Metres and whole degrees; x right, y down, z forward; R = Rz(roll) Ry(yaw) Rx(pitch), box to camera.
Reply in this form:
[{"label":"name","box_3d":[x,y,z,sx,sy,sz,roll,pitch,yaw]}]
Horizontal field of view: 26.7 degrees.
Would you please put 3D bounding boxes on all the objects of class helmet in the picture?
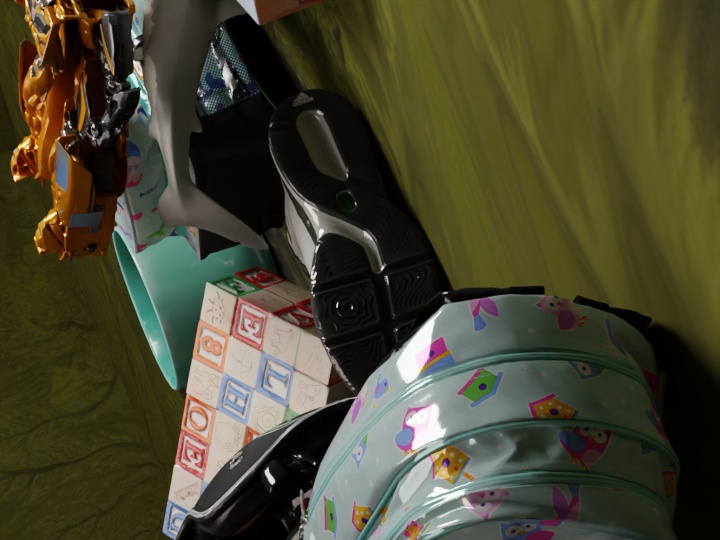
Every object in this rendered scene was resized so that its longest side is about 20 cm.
[{"label":"helmet","box_3d":[-0.019,0.183,0.926,0.201,0.199,0.191,63,147,21]}]

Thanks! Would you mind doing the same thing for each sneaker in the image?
[{"label":"sneaker","box_3d":[0.000,0.000,0.918,0.115,0.075,0.202,83,170,-70]}]

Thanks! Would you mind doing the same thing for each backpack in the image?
[{"label":"backpack","box_3d":[-0.137,-0.123,1.086,0.178,0.149,0.201,95,155,-63]},{"label":"backpack","box_3d":[0.059,0.097,0.637,0.201,0.165,0.127,114,152,-50]}]

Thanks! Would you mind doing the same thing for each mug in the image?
[{"label":"mug","box_3d":[-0.140,0.010,1.326,0.185,0.114,0.153,-146,37,-67]}]

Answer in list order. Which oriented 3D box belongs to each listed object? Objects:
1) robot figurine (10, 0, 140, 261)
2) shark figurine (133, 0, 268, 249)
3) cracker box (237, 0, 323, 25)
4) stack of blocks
[{"label":"robot figurine","box_3d":[-0.176,-0.110,0.924,0.201,0.058,0.145,104,148,-43]},{"label":"shark figurine","box_3d":[-0.092,-0.129,0.918,0.128,0.089,0.216,71,-166,-65]},{"label":"cracker box","box_3d":[-0.082,-0.245,0.869,0.200,0.057,0.135,-127,19,-49]},{"label":"stack of blocks","box_3d":[-0.064,0.114,1.059,0.115,0.058,0.202,24,114,28]}]
